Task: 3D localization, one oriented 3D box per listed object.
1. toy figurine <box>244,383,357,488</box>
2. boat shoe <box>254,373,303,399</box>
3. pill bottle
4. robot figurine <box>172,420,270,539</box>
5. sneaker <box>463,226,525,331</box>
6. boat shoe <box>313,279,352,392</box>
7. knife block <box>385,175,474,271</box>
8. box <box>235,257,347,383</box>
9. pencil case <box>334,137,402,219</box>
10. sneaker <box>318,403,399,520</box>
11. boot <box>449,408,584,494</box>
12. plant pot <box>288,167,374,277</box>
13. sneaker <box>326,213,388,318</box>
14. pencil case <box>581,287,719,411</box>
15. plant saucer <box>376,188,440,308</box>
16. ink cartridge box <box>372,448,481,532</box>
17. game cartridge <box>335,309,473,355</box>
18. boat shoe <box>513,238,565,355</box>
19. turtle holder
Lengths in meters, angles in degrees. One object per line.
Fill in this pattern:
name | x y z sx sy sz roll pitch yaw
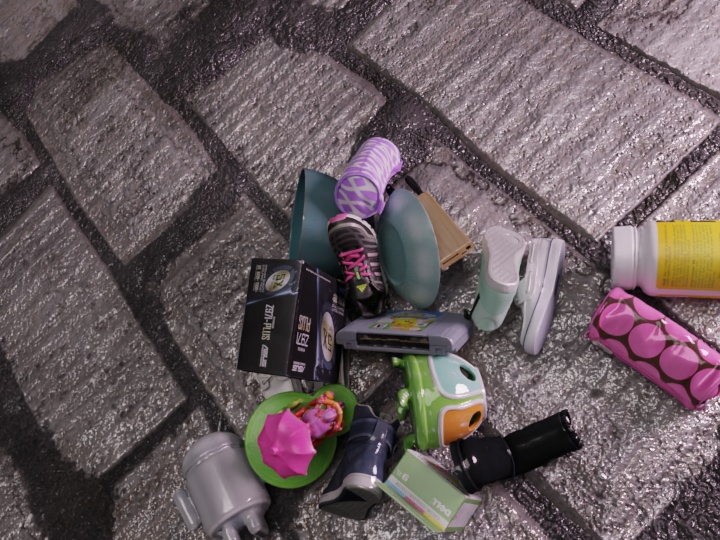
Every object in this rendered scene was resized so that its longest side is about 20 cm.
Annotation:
toy figurine | -0.081 0.242 0.942 0.199 0.184 0.151 -30 83 -12
boat shoe | -0.159 0.173 1.110 0.070 0.069 0.201 -29 62 4
pill bottle | 0.479 -0.017 0.939 0.197 0.114 0.116 1 69 19
robot figurine | -0.221 0.350 1.034 0.168 0.113 0.201 -27 61 -12
sneaker | 0.216 0.013 1.038 0.073 0.119 0.201 19 35 6
boat shoe | -0.035 0.115 1.092 0.065 0.072 0.203 2 70 15
knife block | 0.106 -0.089 1.072 0.064 0.200 0.177 -34 91 1
box | -0.097 0.084 0.979 0.085 0.200 0.166 3 78 20
pencil case | 0.017 -0.159 1.066 0.084 0.085 0.201 16 34 4
sneaker | -0.002 0.291 0.968 0.076 0.203 0.148 21 53 -9
boot | 0.221 0.247 0.879 0.161 0.198 0.074 -26 65 15
plant pot | -0.050 -0.072 1.126 0.133 0.200 0.203 6 67 -12
sneaker | 0.000 0.000 1.016 0.073 0.201 0.088 -13 41 10
pencil case | 0.428 0.117 0.917 0.199 0.091 0.094 37 75 26
plant saucer | 0.067 -0.032 1.048 0.038 0.202 0.203 -13 60 -19
ink cartridge box | 0.100 0.309 0.887 0.103 0.200 0.060 34 84 27
game cartridge | 0.075 0.097 1.025 0.197 0.133 0.041 0 98 26
boat shoe | 0.279 0.039 1.019 0.065 0.074 0.202 9 61 27
turtle holder | 0.120 0.191 0.983 0.130 0.186 0.143 -8 99 0
